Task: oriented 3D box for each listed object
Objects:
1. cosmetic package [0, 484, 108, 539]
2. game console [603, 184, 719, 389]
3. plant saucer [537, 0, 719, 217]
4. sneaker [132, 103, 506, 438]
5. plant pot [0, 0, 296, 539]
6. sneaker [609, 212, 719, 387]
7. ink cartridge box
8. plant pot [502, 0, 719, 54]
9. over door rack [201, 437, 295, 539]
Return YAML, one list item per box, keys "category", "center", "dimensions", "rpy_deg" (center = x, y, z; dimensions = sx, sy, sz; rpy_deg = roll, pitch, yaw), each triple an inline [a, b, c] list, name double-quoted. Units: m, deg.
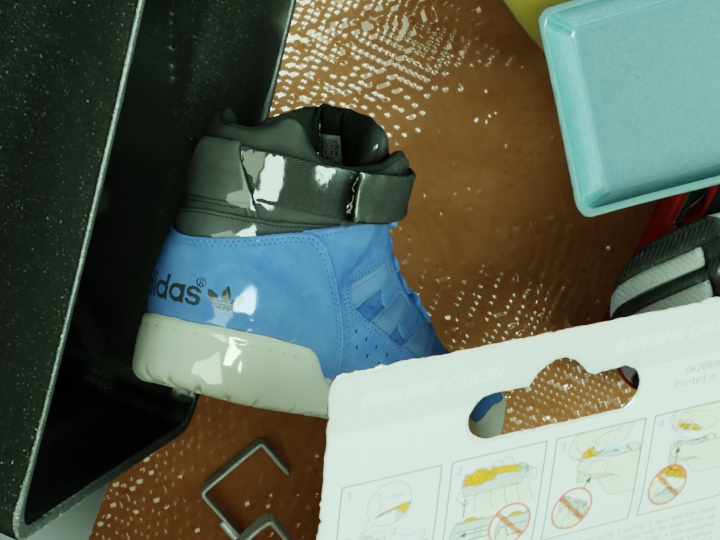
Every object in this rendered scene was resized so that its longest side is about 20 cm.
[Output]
- category: "cosmetic package"
  center: [-0.154, 0.118, 0.725]
  dimensions: [0.081, 0.200, 0.113]
  rpy_deg: [28, 98, -5]
- category: "game console"
  center: [0.191, -0.013, 0.719]
  dimensions: [0.176, 0.200, 0.031]
  rpy_deg: [-1, 56, -12]
- category: "plant saucer"
  center: [0.153, -0.072, 0.606]
  dimensions: [0.199, 0.019, 0.070]
  rpy_deg: [-14, 84, 26]
- category: "sneaker"
  center: [0.001, 0.000, 0.729]
  dimensions: [0.077, 0.200, 0.112]
  rpy_deg: [10, 86, 38]
- category: "plant pot"
  center: [-0.146, -0.043, 0.710]
  dimensions: [0.177, 0.200, 0.200]
  rpy_deg: [16, 99, 8]
- category: "sneaker"
  center: [0.191, 0.000, 0.659]
  dimensions: [0.200, 0.115, 0.075]
  rpy_deg: [-21, 61, 36]
- category: "ink cartridge box"
  center: [0.038, 0.098, 0.634]
  dimensions: [0.162, 0.050, 0.201]
  rpy_deg: [-10, 119, -29]
- category: "plant pot"
  center: [0.149, -0.142, 0.696]
  dimensions: [0.201, 0.201, 0.189]
  rpy_deg: [43, 112, -7]
- category: "over door rack"
  center: [-0.017, 0.176, 0.763]
  dimensions: [0.066, 0.148, 0.200]
  rpy_deg: [-27, 99, -1]
